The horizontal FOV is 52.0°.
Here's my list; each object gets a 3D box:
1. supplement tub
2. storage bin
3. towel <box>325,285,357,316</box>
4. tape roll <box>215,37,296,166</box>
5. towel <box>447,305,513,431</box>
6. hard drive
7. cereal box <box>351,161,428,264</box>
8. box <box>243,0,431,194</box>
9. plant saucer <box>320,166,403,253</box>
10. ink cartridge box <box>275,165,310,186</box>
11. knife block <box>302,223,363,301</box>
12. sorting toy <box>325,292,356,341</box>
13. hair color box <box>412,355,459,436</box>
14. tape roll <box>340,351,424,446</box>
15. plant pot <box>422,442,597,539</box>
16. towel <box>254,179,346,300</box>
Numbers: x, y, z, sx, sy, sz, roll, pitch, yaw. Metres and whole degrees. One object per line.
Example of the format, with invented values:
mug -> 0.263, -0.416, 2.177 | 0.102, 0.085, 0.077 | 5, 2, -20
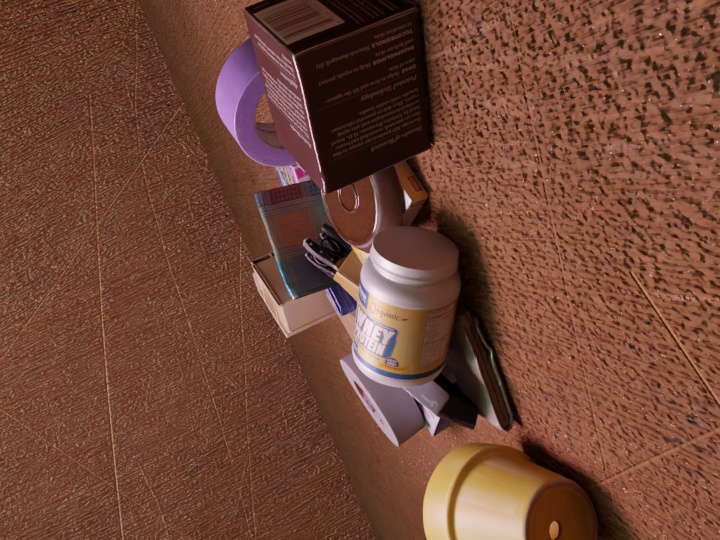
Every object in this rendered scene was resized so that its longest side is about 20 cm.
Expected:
supplement tub -> 0.066, 0.052, 1.073 | 0.145, 0.144, 0.201 | 48, 140, 48
storage bin -> -0.124, 0.021, 1.681 | 0.199, 0.199, 0.094 | 50, 159, 46
towel -> -0.024, 0.001, 1.421 | 0.145, 0.024, 0.200 | 64, -154, 1
tape roll -> -0.122, -0.272, 1.175 | 0.085, 0.199, 0.200 | 53, 162, 37
towel -> 0.172, 0.142, 1.150 | 0.201, 0.034, 0.132 | 69, 167, -14
hard drive -> 0.093, 0.171, 1.177 | 0.200, 0.042, 0.135 | 38, -175, 42
cereal box -> 0.022, -0.108, 1.153 | 0.144, 0.039, 0.200 | 59, 147, 20
box -> -0.026, -0.242, 0.940 | 0.166, 0.164, 0.201 | 50, 160, 43
plant saucer -> -0.008, -0.117, 1.125 | 0.200, 0.034, 0.201 | 35, 134, 46
ink cartridge box -> -0.159, -0.219, 1.738 | 0.200, 0.042, 0.120 | 44, 155, 59
knife block -> 0.000, 0.000, 1.241 | 0.200, 0.064, 0.176 | 24, 164, 45
sorting toy -> 0.032, 0.134, 1.534 | 0.200, 0.069, 0.199 | 62, 168, -24
hair color box -> 0.137, 0.214, 1.340 | 0.110, 0.065, 0.200 | 58, 163, 23
tape roll -> 0.041, 0.239, 1.437 | 0.201, 0.066, 0.200 | 54, 168, 17
plant pot -> 0.219, 0.351, 1.043 | 0.189, 0.200, 0.201 | -18, 98, 62
towel -> -0.094, -0.060, 1.317 | 0.022, 0.146, 0.201 | -24, 85, 58
